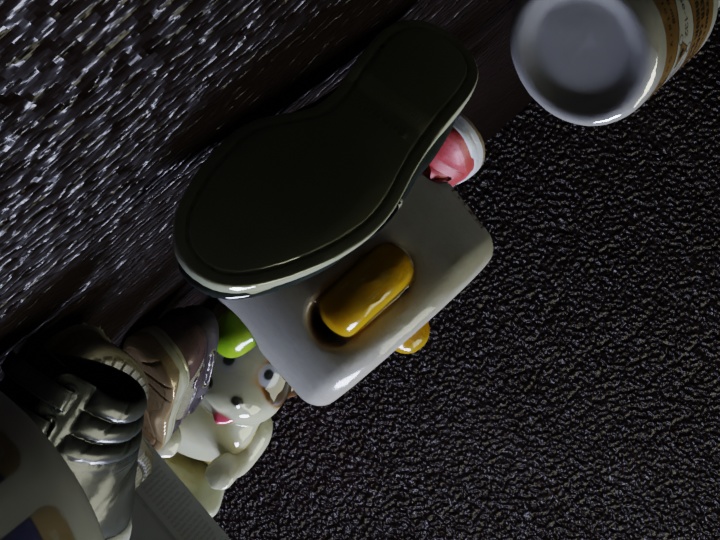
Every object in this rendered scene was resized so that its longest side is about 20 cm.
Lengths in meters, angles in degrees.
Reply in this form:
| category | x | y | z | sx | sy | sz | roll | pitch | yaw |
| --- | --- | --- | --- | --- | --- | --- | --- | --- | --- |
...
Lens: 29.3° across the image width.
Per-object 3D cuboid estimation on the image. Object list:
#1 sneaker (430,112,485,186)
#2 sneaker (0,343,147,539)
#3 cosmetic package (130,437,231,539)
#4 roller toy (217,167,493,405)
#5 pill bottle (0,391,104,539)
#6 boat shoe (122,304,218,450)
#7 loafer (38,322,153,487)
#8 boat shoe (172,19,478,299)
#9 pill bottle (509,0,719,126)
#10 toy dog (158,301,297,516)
| category | x | y | z | sx | sy | sz | roll | pitch | yaw |
| --- | --- | --- | --- | --- | --- | --- | --- | --- | --- |
| sneaker | 0.028 | -0.067 | 1.141 | 0.112 | 0.071 | 0.200 | -44 | -178 | -19 |
| sneaker | -0.172 | 0.083 | 0.596 | 0.199 | 0.070 | 0.101 | -4 | 114 | -51 |
| cosmetic package | -0.158 | 0.178 | 0.904 | 0.101 | 0.201 | 0.074 | -40 | 179 | 12 |
| roller toy | 0.000 | 0.000 | 0.983 | 0.182 | 0.140 | 0.200 | -40 | 178 | -38 |
| pill bottle | -0.177 | 0.122 | 0.397 | 0.200 | 0.116 | 0.116 | -39 | 178 | -43 |
| boat shoe | -0.140 | 0.077 | 1.007 | 0.064 | 0.072 | 0.200 | -33 | 170 | -23 |
| loafer | -0.160 | 0.081 | 0.752 | 0.076 | 0.067 | 0.201 | -44 | 164 | -24 |
| boat shoe | -0.018 | -0.040 | 0.616 | 0.200 | 0.074 | 0.066 | -52 | 175 | -41 |
| pill bottle | 0.201 | -0.193 | 1.019 | 0.114 | 0.115 | 0.200 | -42 | 179 | 42 |
| toy dog | -0.124 | 0.111 | 1.245 | 0.200 | 0.139 | 0.195 | -42 | -169 | 51 |
